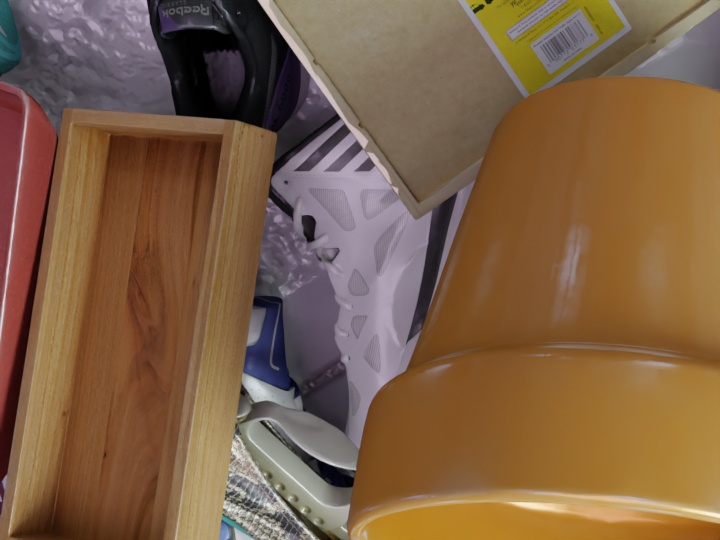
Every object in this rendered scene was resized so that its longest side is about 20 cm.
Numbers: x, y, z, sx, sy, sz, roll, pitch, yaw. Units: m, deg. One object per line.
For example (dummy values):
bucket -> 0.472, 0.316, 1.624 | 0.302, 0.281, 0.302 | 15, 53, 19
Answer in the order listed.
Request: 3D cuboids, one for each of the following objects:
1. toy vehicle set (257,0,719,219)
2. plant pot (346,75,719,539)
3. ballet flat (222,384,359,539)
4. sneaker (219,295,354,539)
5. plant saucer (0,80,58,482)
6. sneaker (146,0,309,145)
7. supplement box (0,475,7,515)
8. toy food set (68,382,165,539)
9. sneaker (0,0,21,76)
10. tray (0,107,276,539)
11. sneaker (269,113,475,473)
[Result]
toy vehicle set -> 0.069, -0.129, 0.672 | 0.200, 0.027, 0.124 | -34, 104, 4
plant pot -> 0.105, 0.031, 0.616 | 0.200, 0.184, 0.200 | 7, 158, 3
ballet flat -> -0.016, 0.122, 0.748 | 0.075, 0.068, 0.200 | -38, 109, 19
sneaker -> -0.041, 0.111, 0.821 | 0.115, 0.081, 0.200 | 2, 99, -19
plant saucer -> -0.214, -0.008, 0.752 | 0.200, 0.037, 0.200 | 22, 107, 43
sneaker -> -0.064, -0.146, 0.692 | 0.076, 0.088, 0.200 | -4, 114, 14
supplement box -> -0.166, 0.138, 0.849 | 0.110, 0.086, 0.200 | -7, 113, 15
toy food set -> -0.153, 0.168, 0.738 | 0.144, 0.060, 0.200 | 51, 118, 25
sneaker -> -0.187, -0.184, 0.712 | 0.079, 0.078, 0.200 | -7, 115, 2
tray -> -0.099, 0.032, 0.675 | 0.098, 0.037, 0.201 | 7, 87, 32
sneaker -> 0.000, 0.000, 0.764 | 0.115, 0.076, 0.201 | 21, 107, 10
